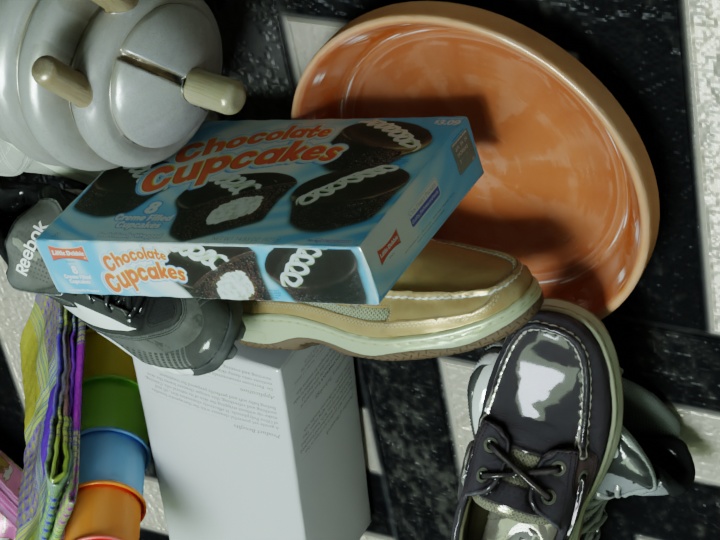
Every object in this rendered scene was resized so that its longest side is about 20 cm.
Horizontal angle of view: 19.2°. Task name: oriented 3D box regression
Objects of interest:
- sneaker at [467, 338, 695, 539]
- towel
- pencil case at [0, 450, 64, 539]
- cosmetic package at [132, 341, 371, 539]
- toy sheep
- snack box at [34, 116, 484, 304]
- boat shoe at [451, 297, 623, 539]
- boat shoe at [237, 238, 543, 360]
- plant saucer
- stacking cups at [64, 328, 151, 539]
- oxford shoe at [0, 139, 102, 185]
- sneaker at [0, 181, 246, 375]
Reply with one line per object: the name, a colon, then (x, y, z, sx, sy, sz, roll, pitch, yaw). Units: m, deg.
sneaker: (0.130, 0.128, 1.176, 0.115, 0.075, 0.200, 6, 130, 27)
towel: (-0.189, 0.086, 1.278, 0.023, 0.200, 0.144, 10, 141, -16)
pencil case: (-0.267, 0.149, 1.460, 0.083, 0.087, 0.200, -38, 104, 16)
cosmetic package: (-0.063, 0.094, 1.265, 0.108, 0.085, 0.200, 16, 136, 22)
toy sheep: (-0.139, -0.113, 1.089, 0.200, 0.138, 0.138, 27, 141, 34)
snack box: (-0.052, -0.032, 1.069, 0.200, 0.116, 0.037, 1, 125, 33)
boat shoe: (0.087, 0.111, 1.108, 0.072, 0.065, 0.200, 20, 121, 15)
boat shoe: (0.000, 0.000, 1.105, 0.200, 0.072, 0.076, -3, 114, 37)
plant saucer: (0.059, -0.052, 1.087, 0.200, 0.032, 0.200, 19, 135, 20)
stacking cups: (-0.147, 0.125, 1.265, 0.060, 0.200, 0.061, -3, 138, -3)
oxford shoe: (-0.218, -0.084, 1.161, 0.200, 0.075, 0.058, 18, 122, -42)
sneaker: (-0.146, 0.001, 1.157, 0.090, 0.066, 0.200, 18, -170, -46)
